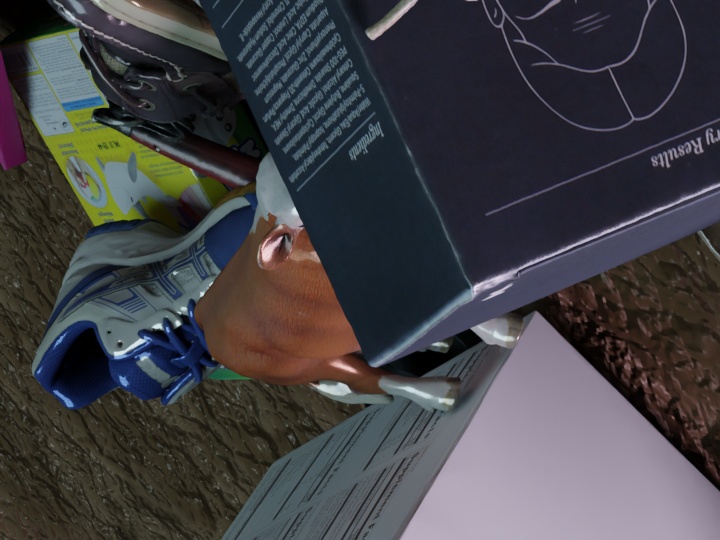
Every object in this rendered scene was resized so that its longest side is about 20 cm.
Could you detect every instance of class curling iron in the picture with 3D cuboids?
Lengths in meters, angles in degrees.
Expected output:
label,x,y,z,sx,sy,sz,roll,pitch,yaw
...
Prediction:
label,x,y,z,sx,sy,sz,roll,pitch,yaw
curling iron,-0.033,-0.033,1.192,0.200,0.026,0.050,28,179,7

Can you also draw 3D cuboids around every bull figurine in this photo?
label,x,y,z,sx,sy,sz,roll,pitch,yaw
bull figurine,0.000,0.000,1.053,0.121,0.065,0.200,19,158,-11

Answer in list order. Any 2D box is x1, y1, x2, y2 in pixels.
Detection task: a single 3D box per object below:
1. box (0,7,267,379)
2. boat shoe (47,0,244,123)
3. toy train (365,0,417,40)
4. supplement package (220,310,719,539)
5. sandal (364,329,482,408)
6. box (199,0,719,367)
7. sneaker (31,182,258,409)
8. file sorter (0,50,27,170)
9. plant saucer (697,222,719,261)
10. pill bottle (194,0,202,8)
label,x,y,z,sx,sy,sz,roll,pitch,yaw
box,-0.084,-0.036,1.290,0.117,0.048,0.200,-3,119,55
boat shoe,-0.080,-0.092,1.091,0.072,0.065,0.200,47,-168,12
toy train,0.111,-0.105,0.806,0.116,0.200,0.085,42,-171,-4
supplement package,0.037,0.148,1.159,0.152,0.151,0.200,44,139,-11
sandal,0.049,0.073,1.226,0.200,0.048,0.075,47,151,6
box,0.040,-0.094,0.890,0.200,0.148,0.107,66,157,7
sneaker,-0.066,0.021,1.194,0.075,0.088,0.200,42,146,-26
file sorter,-0.250,-0.130,1.263,0.139,0.125,0.200,60,167,26
plant saucer,0.176,-0.045,0.925,0.200,0.032,0.200,37,147,29
pill bottle,-0.042,-0.159,1.017,0.200,0.116,0.116,44,150,13
